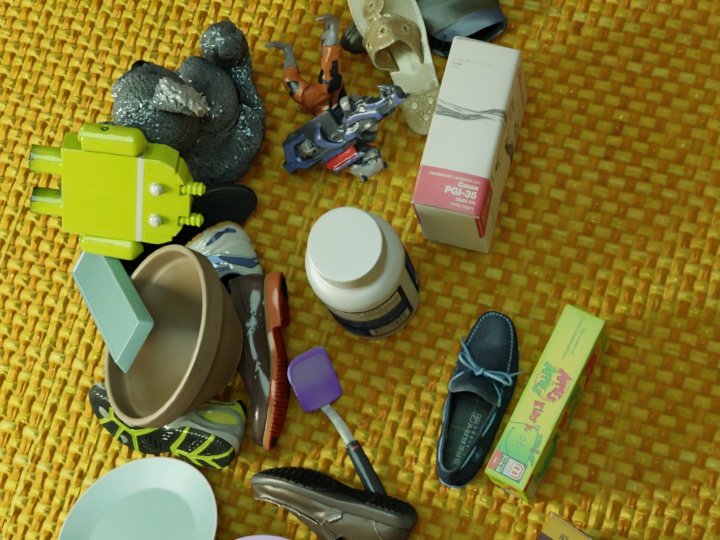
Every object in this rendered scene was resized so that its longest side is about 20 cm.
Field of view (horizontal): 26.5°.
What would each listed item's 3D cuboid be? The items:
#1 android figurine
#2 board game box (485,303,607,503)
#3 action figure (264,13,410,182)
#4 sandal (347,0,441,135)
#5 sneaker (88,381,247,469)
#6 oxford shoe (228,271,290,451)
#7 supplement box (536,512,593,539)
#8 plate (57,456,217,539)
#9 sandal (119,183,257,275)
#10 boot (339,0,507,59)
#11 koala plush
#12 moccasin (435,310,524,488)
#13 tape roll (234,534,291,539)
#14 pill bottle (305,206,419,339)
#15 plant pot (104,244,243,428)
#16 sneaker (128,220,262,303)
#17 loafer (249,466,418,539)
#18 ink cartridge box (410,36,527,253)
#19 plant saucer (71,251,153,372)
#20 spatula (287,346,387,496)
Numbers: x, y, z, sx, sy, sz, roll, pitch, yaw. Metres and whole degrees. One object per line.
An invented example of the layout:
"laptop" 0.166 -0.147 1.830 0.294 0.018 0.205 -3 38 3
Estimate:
"android figurine" -0.271 -0.088 1.711 0.197 0.184 0.041 9 42 -3
"board game box" 0.204 0.146 1.657 0.047 0.102 0.202 25 81 17
"action figure" -0.013 -0.201 1.780 0.198 0.104 0.196 -18 96 37
"sandal" 0.045 -0.257 1.771 0.077 0.070 0.214 -23 98 10
"sneaker" -0.220 0.167 1.760 0.198 0.076 0.077 17 47 17
"oxford shoe" -0.119 0.104 1.743 0.071 0.071 0.203 -2 79 8
"supplement box" 0.230 0.393 1.567 0.196 0.133 0.201 31 82 17
"plate" -0.248 0.301 1.713 0.197 0.026 0.202 -12 50 14
"sandal" -0.219 -0.060 1.814 0.198 0.076 0.048 -25 50 3
"boot" 0.078 -0.290 1.818 0.198 0.075 0.098 -30 68 0
"koala plush" -0.214 -0.178 1.760 0.176 0.200 0.186 -24 87 21
"moccasin" 0.134 0.141 1.689 0.079 0.068 0.203 9 76 13
"tape roll" -0.103 0.393 1.667 0.197 0.066 0.203 -3 73 10
"pill bottle" 0.000 0.000 1.685 0.109 0.200 0.113 -3 73 9
"plant pot" -0.194 0.081 1.696 0.200 0.092 0.204 -26 56 45
"sneaker" -0.207 0.027 1.783 0.199 0.075 0.089 -33 72 1
"loafer" -0.037 0.270 1.682 0.198 0.073 0.072 15 98 22
"ink cartridge box" 0.125 -0.141 1.728 0.082 0.147 0.203 13 77 13
"plant saucer" -0.287 0.031 1.746 0.070 0.019 0.200 -58 38 17
"spatula" -0.020 0.183 1.726 0.056 0.021 0.201 -23 73 -23
